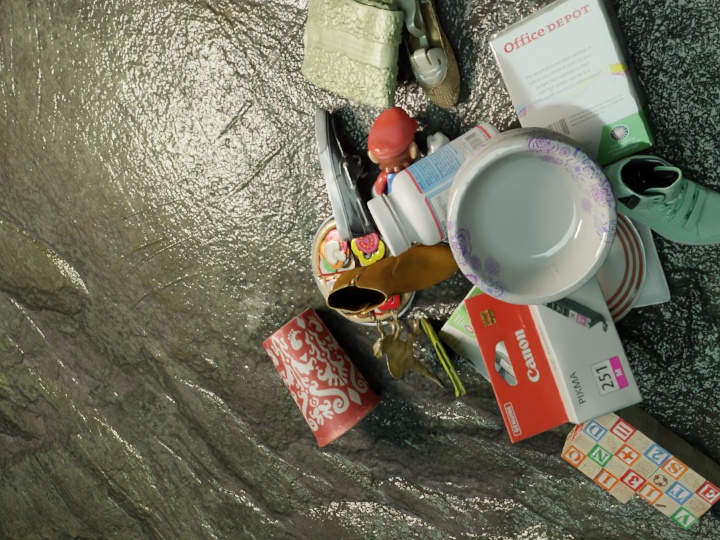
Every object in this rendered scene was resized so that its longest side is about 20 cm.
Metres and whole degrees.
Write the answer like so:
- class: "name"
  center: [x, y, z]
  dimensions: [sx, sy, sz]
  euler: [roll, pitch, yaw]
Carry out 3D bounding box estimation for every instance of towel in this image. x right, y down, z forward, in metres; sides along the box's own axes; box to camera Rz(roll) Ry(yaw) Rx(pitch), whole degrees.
- class: "towel"
  center: [0.120, 0.125, 1.069]
  dimensions: [0.018, 0.200, 0.087]
  euler: [-29, 95, 3]
- class: "towel"
  center: [-0.016, -0.318, 1.012]
  dimensions: [0.198, 0.036, 0.152]
  euler: [32, 127, 40]

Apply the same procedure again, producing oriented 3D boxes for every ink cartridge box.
- class: "ink cartridge box"
  center: [0.268, -0.233, 0.896]
  dimensions: [0.143, 0.087, 0.204]
  euler: [-19, 102, 32]
- class: "ink cartridge box"
  center: [0.246, 0.100, 0.928]
  dimensions: [0.169, 0.044, 0.205]
  euler: [-19, 82, -2]
- class: "ink cartridge box"
  center: [0.222, 0.110, 1.027]
  dimensions: [0.199, 0.084, 0.146]
  euler: [40, 160, 8]

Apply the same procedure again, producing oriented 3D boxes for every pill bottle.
- class: "pill bottle"
  center: [0.112, -0.105, 0.970]
  dimensions: [0.197, 0.109, 0.111]
  euler: [-29, 97, 1]

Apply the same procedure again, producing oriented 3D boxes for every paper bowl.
- class: "paper bowl"
  center: [0.203, -0.070, 0.870]
  dimensions: [0.194, 0.105, 0.206]
  euler: [2, 111, 6]

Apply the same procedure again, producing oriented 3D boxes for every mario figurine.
- class: "mario figurine"
  center: [0.074, -0.147, 1.060]
  dimensions: [0.120, 0.106, 0.204]
  euler: [-18, 116, -4]

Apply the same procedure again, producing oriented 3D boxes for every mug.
- class: "mug"
  center: [-0.087, 0.189, 1.241]
  dimensions: [0.176, 0.133, 0.202]
  euler: [-36, 88, 33]

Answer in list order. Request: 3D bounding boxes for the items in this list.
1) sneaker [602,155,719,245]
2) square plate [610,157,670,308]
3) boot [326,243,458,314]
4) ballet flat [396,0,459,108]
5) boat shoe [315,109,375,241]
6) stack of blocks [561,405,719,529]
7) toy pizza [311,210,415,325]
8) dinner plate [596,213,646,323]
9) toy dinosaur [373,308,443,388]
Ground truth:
- class: "sneaker"
  center: [0.383, -0.081, 0.855]
  dimensions: [0.195, 0.118, 0.076]
  euler: [17, 89, 3]
- class: "square plate"
  center: [0.307, -0.036, 0.992]
  dimensions: [0.194, 0.028, 0.205]
  euler: [-14, 103, 32]
- class: "boot"
  center: [0.052, 0.018, 1.060]
  dimensions: [0.195, 0.144, 0.073]
  euler: [-12, 103, 12]
- class: "ballet flat"
  center: [0.082, -0.317, 0.975]
  dimensions: [0.069, 0.065, 0.205]
  euler: [-14, 103, 32]
- class: "boat shoe"
  center: [-0.021, -0.151, 1.101]
  dimensions: [0.066, 0.072, 0.206]
  euler: [-13, 93, 7]
- class: "stack of blocks"
  center: [0.412, 0.282, 1.046]
  dimensions: [0.198, 0.058, 0.117]
  euler: [35, 123, 11]
- class: "toy pizza"
  center: [0.000, 0.000, 1.171]
  dimensions: [0.195, 0.032, 0.206]
  euler: [11, 115, 24]
- class: "dinner plate"
  center: [0.289, -0.012, 0.980]
  dimensions: [0.195, 0.024, 0.206]
  euler: [11, 115, 24]
- class: "toy dinosaur"
  center: [0.065, 0.126, 1.148]
  dimensions: [0.057, 0.199, 0.104]
  euler: [-11, 62, 32]
